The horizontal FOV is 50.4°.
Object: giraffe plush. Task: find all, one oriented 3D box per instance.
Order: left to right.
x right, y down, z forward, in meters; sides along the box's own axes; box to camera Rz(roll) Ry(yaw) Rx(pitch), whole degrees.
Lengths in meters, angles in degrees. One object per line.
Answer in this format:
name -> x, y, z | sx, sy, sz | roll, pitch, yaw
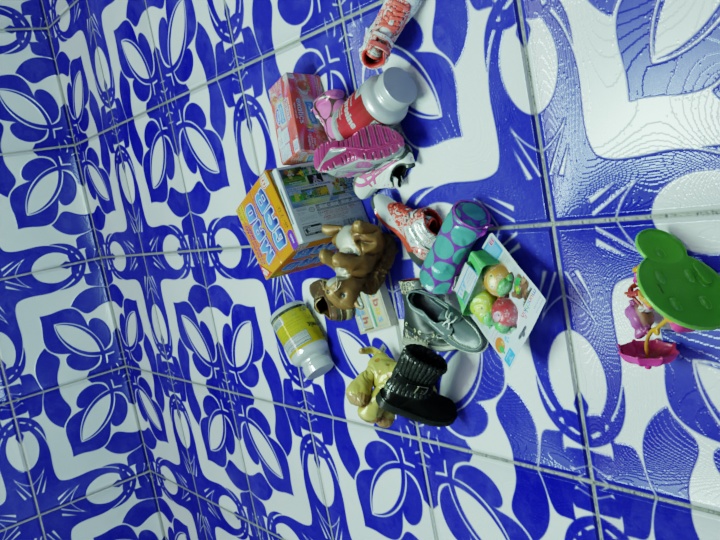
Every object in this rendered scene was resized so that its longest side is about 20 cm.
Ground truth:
giraffe plush -> 0.087, 0.260, 1.777 | 0.162, 0.172, 0.201 | -9, 61, 44

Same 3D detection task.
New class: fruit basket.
fruit basket -> 0.262, 0.059, 1.470 | 0.200, 0.093, 0.186 | -115, 32, -44

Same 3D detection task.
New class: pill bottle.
pill bottle -> -0.155, 0.191, 2.076 | 0.200, 0.111, 0.111 | 59, 141, 20
pill bottle -> 0.030, -0.344, 1.629 | 0.200, 0.112, 0.113 | -32, 77, 53

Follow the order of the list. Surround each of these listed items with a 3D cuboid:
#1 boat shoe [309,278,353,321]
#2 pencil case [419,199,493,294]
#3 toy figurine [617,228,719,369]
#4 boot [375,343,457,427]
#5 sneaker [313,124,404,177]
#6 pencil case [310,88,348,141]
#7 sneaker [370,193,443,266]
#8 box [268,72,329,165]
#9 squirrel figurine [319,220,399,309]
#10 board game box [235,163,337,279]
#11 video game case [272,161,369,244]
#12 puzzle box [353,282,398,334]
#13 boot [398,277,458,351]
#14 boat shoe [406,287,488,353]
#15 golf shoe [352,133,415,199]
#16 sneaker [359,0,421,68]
boat shoe -> -0.090, 0.076, 1.969 | 0.200, 0.067, 0.072 | 36, 134, 55
pencil case -> 0.191, -0.043, 1.549 | 0.092, 0.085, 0.200 | 46, 136, 26
toy figurine -> 0.464, 0.067, 1.218 | 0.184, 0.150, 0.200 | 104, 157, -48
boot -> 0.151, 0.250, 1.652 | 0.158, 0.211, 0.079 | -60, 30, 24
sneaker -> 0.005, -0.248, 1.623 | 0.200, 0.088, 0.082 | -9, 75, 24
pencil case -> -0.041, -0.310, 1.759 | 0.094, 0.091, 0.200 | -26, 78, 18
sneaker -> 0.108, -0.117, 1.652 | 0.202, 0.067, 0.108 | 54, 139, 20
box -> -0.145, -0.362, 1.843 | 0.103, 0.094, 0.201 | -26, 72, 53
squirrel figurine -> 0.000, 0.000, 1.714 | 0.141, 0.200, 0.187 | -1, 78, 44
board game box -> -0.149, -0.125, 1.873 | 0.200, 0.200, 0.200 | -42, 69, 51
video game case -> -0.089, -0.166, 1.777 | 0.022, 0.200, 0.183 | -30, 79, 54
puzzle box -> 0.016, 0.050, 1.870 | 0.133, 0.025, 0.201 | -23, 84, 53
boot -> 0.159, 0.093, 1.659 | 0.203, 0.073, 0.154 | -1, 98, 50
boat shoe -> 0.173, 0.103, 1.574 | 0.200, 0.062, 0.073 | 39, 100, 26
golf shoe -> 0.049, -0.208, 1.689 | 0.092, 0.072, 0.200 | 61, 142, 15
sneaker -> 0.062, -0.487, 1.520 | 0.201, 0.067, 0.108 | -43, 27, 54
